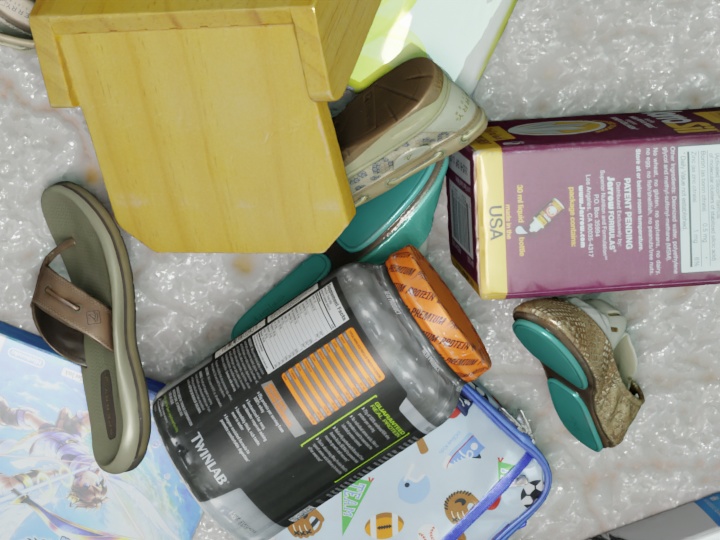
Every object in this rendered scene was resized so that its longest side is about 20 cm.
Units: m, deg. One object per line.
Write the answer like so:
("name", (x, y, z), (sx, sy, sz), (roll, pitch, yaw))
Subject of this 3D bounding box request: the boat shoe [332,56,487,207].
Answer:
("boat shoe", (-0.007, -0.064, 1.544), (0.200, 0.073, 0.063), (-30, 129, 34))

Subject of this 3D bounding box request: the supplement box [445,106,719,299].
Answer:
("supplement box", (0.164, -0.047, 1.565), (0.200, 0.131, 0.103), (-4, 100, -7))

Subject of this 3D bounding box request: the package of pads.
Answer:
("package of pads", (0.034, -0.209, 1.553), (0.154, 0.068, 0.200), (24, 99, -10))

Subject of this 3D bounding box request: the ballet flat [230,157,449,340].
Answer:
("ballet flat", (0.000, 0.000, 1.595), (0.200, 0.067, 0.070), (-46, 122, 4))

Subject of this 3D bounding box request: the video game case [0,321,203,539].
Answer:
("video game case", (-0.207, 0.148, 1.600), (0.200, 0.045, 0.181), (21, 98, -10))

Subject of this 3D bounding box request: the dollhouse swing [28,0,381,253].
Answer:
("dollhouse swing", (-0.078, -0.134, 1.510), (0.200, 0.182, 0.176), (0, 137, 25))

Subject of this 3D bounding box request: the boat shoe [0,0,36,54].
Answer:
("boat shoe", (-0.279, -0.196, 1.520), (0.200, 0.065, 0.072), (25, 96, -10))

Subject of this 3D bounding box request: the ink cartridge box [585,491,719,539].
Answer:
("ink cartridge box", (0.213, 0.253, 1.647), (0.200, 0.084, 0.145), (-19, 101, -3))

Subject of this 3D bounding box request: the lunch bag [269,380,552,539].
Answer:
("lunch bag", (0.031, 0.155, 1.616), (0.200, 0.076, 0.160), (-45, 104, 3))

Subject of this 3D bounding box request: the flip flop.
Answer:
("flip flop", (-0.184, 0.036, 1.537), (0.058, 0.081, 0.200), (-5, 77, -26))

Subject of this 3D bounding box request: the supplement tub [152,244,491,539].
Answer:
("supplement tub", (-0.023, 0.077, 1.513), (0.200, 0.123, 0.123), (-33, 102, 7))

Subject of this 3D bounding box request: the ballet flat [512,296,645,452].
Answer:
("ballet flat", (0.150, 0.054, 1.574), (0.071, 0.200, 0.065), (36, 78, 26))
